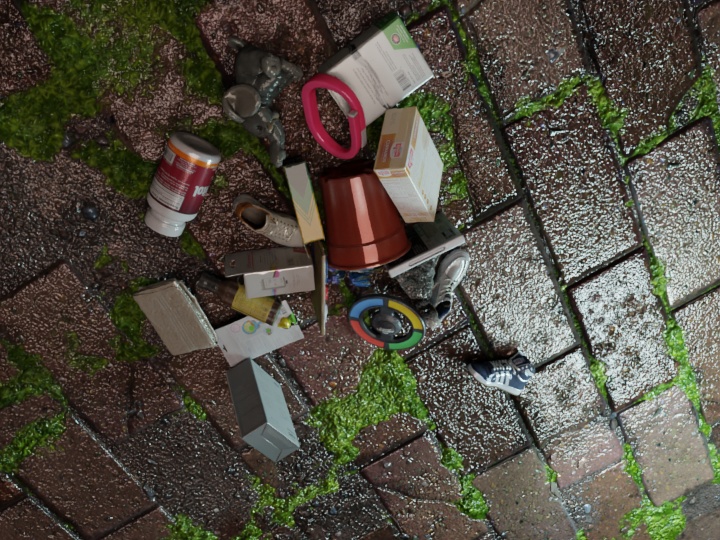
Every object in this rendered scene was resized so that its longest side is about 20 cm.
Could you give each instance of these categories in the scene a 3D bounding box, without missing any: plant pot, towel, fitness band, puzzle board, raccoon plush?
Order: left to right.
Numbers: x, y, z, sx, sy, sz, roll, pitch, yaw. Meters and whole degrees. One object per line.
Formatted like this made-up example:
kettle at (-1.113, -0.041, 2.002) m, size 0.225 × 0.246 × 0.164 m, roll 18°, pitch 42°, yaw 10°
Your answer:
towel at (-0.433, 0.110, 1.611) m, size 0.131 × 0.035 × 0.202 m, roll -13°, pitch 120°, yaw 18°
puzzle board at (-0.095, 0.023, 1.588) m, size 0.017 × 0.151 × 0.203 m, roll -3°, pitch 117°, yaw -11°
fitness band at (-0.056, -0.314, 1.419) m, size 0.038 × 0.142 × 0.201 m, roll -51°, pitch 156°, yaw -26°
plant pot at (-0.001, -0.131, 1.517) m, size 0.198 × 0.201 × 0.198 m, roll -14°, pitch 110°, yaw -4°
raccoon plush at (0.174, 0.021, 1.651) m, size 0.133 × 0.097 × 0.201 m, roll -36°, pitch 87°, yaw 13°

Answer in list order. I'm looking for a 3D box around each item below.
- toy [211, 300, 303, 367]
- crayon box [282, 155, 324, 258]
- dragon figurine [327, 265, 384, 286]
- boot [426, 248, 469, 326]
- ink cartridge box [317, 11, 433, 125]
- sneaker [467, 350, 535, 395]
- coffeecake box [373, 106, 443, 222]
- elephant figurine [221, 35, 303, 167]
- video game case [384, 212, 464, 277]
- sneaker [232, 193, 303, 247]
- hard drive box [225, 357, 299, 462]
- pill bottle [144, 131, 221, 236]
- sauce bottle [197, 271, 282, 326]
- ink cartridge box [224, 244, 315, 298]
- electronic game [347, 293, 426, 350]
toy at (-0.250, 0.147, 1.678) m, size 0.198 × 0.047 × 0.116 m, roll -21°, pitch 118°, yaw 6°
crayon box at (-0.121, -0.141, 1.491) m, size 0.050 × 0.127 × 0.203 m, roll -14°, pitch 107°, yaw -4°
dragon figurine at (0.000, 0.000, 1.624) m, size 0.197 × 0.100 × 0.060 m, roll 6°, pitch 116°, yaw -17°
boot at (0.215, 0.049, 1.697) m, size 0.073 × 0.096 × 0.201 m, roll 23°, pitch 110°, yaw -22°
ink cartridge box at (0.028, -0.412, 1.429) m, size 0.199 × 0.083 × 0.147 m, roll -34°, pitch 118°, yaw 7°
sneaker at (0.386, 0.263, 1.856) m, size 0.198 × 0.070 × 0.109 m, roll 23°, pitch 115°, yaw -29°
coffeecake box at (0.107, -0.221, 1.460) m, size 0.072 × 0.155 × 0.200 m, roll 0°, pitch 152°, yaw 25°
elephant figurine at (-0.210, -0.338, 1.384) m, size 0.140 × 0.155 × 0.202 m, roll 13°, pitch 106°, yaw -42°
video game case at (0.131, -0.062, 1.564) m, size 0.180 × 0.200 × 0.024 m, roll -25°, pitch 111°, yaw 2°
sneaker at (-0.197, -0.095, 1.545) m, size 0.198 × 0.085 × 0.073 m, roll 25°, pitch 108°, yaw -25°
hard drive box at (-0.239, 0.339, 1.672) m, size 0.076 × 0.201 × 0.156 m, roll -31°, pitch 136°, yaw 6°
pill bottle at (-0.380, -0.179, 1.447) m, size 0.112 × 0.113 × 0.202 m, roll 21°, pitch 112°, yaw -21°
sauce bottle at (-0.280, 0.061, 1.596) m, size 0.198 × 0.065 × 0.065 m, roll 26°, pitch 110°, yaw -3°
ink cartridge box at (-0.209, 0.003, 1.574) m, size 0.197 × 0.117 × 0.068 m, roll -6°, pitch 118°, yaw -7°
electronic game at (0.065, 0.129, 1.694) m, size 0.197 × 0.042 × 0.202 m, roll 10°, pitch 138°, yaw 9°
